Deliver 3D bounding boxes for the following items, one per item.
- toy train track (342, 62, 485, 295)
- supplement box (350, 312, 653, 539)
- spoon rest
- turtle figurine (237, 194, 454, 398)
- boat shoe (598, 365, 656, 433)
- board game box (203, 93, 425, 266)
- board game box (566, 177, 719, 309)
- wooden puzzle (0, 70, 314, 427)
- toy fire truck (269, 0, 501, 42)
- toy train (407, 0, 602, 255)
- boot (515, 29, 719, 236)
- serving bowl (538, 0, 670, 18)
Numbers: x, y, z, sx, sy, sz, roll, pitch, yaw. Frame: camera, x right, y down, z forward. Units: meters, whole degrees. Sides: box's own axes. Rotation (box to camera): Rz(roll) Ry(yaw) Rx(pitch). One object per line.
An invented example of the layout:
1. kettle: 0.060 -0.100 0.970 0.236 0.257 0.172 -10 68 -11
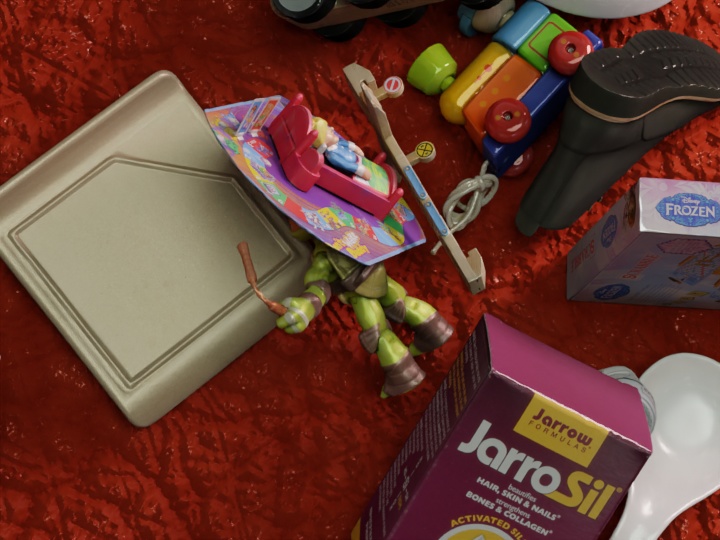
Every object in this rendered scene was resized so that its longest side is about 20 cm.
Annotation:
1. toy train track: 0.046 -0.072 1.607 0.032 0.115 0.201 -27 64 -3
2. supplement box: 0.093 0.154 1.532 0.130 0.103 0.201 26 109 -9
3. spoon rest: 0.219 0.152 1.630 0.099 0.061 0.201 32 75 -1
4. turtle figurine: 0.000 0.000 1.603 0.162 0.064 0.200 50 31 -16
5. boat shoe: 0.120 0.131 1.617 0.199 0.067 0.074 -22 111 6
6. board game box: -0.018 -0.079 1.579 0.158 0.200 0.039 44 111 10
7. board game box: 0.267 -0.014 1.605 0.198 0.200 0.041 4 75 -9
8. wooden puzzle: -0.150 -0.016 1.623 0.185 0.037 0.200 -38 91 -16
9. toy fire truck: 0.018 -0.283 1.655 0.175 0.129 0.202 -11 82 19
10. toy train: 0.079 -0.121 1.667 0.116 0.085 0.200 40 80 17
11. boot: 0.198 -0.102 1.685 0.199 0.139 0.077 -10 46 -46
12. serving bowl: 0.176 -0.290 1.694 0.198 0.066 0.201 7 60 -12
